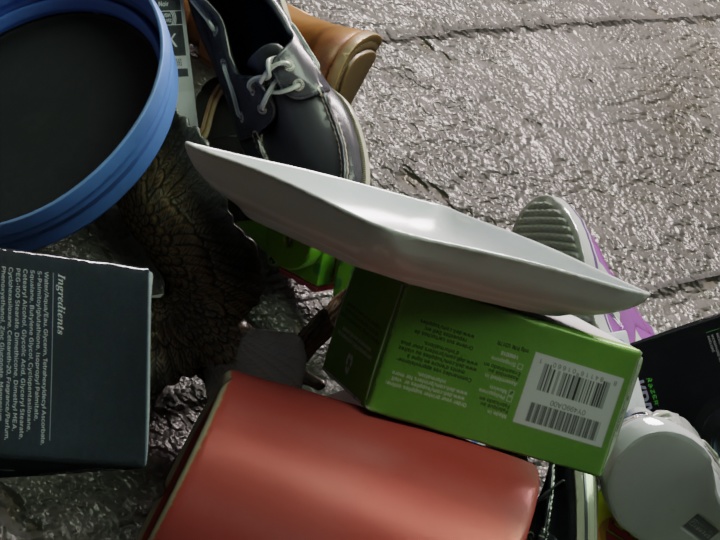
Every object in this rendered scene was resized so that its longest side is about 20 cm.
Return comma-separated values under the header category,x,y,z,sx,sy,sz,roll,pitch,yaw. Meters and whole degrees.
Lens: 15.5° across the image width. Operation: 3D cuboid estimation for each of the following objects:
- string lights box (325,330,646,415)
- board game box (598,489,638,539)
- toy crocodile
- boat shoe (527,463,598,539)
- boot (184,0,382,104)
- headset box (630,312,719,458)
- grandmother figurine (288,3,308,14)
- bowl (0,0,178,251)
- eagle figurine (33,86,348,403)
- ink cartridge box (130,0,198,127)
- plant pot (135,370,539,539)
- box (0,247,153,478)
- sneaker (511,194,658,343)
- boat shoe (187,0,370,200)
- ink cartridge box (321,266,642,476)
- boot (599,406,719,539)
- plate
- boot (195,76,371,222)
category,x,y,z,sx,sy,sz,roll,pitch,yaw
string lights box,0.083,0.086,1.687,0.200,0.103,0.059,-7,81,-51
board game box,0.203,0.226,1.710,0.200,0.048,0.102,32,33,-16
toy crocodile,0.000,0.000,1.717,0.199,0.062,0.067,23,21,28
boat shoe,0.114,0.171,1.600,0.075,0.062,0.201,66,26,-73
boot,-0.069,-0.155,1.691,0.155,0.077,0.200,30,7,-4
headset box,0.296,0.102,1.768,0.093,0.200,0.175,-15,86,-54
grandmother figurine,-0.109,-0.190,1.838,0.200,0.121,0.061,29,73,-39
bowl,-0.197,-0.094,1.543,0.039,0.200,0.201,57,12,-48
eagle figurine,-0.118,0.013,1.555,0.200,0.151,0.152,43,40,-18
ink cartridge box,-0.151,-0.177,1.626,0.039,0.099,0.201,-8,92,-38
plant pot,-0.026,0.156,1.427,0.177,0.201,0.201,27,33,-5
box,-0.228,0.046,1.336,0.199,0.148,0.108,7,79,-42
sneaker,0.178,0.042,1.896,0.114,0.073,0.201,9,54,-46
boat shoe,-0.058,-0.113,1.576,0.201,0.072,0.063,66,14,22
ink cartridge box,0.054,0.043,1.515,0.147,0.076,0.200,17,4,-17
boot,0.186,0.123,1.673,0.096,0.073,0.200,57,5,39
plate,0.027,-0.017,1.450,0.199,0.032,0.200,14,7,-38
boot,-0.047,-0.064,1.700,0.138,0.078,0.200,8,26,9
